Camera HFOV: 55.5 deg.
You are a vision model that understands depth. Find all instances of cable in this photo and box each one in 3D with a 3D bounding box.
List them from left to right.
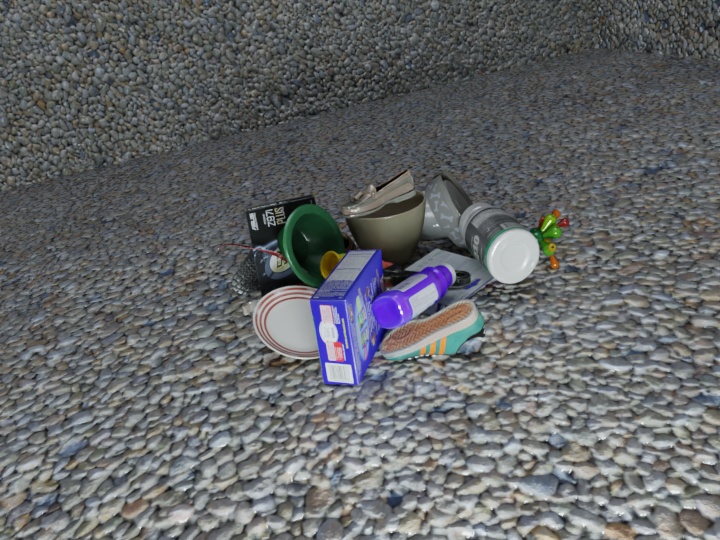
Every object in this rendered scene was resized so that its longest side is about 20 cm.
[{"bbox_3d":[0.123,0.025,1.393,0.194,0.052,0.097,-2,18,-12],"label":"cable"}]

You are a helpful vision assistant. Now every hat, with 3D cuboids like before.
[{"bbox_3d":[-0.157,-0.051,1.481,0.174,0.201,0.168,-9,42,45],"label":"hat"}]

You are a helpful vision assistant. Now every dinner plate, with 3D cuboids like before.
[{"bbox_3d":[-0.115,0.105,1.351,0.195,0.025,0.203,7,41,-6],"label":"dinner plate"}]

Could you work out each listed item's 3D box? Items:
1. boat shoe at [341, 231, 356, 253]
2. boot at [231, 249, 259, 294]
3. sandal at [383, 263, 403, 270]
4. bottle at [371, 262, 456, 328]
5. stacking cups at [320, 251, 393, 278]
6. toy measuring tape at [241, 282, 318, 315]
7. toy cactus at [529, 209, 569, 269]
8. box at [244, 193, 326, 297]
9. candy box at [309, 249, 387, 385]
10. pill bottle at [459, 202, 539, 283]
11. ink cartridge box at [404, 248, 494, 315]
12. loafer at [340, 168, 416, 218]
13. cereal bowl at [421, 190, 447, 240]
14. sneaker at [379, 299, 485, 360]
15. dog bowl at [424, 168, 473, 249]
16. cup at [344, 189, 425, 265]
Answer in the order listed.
[{"bbox_3d":[-0.046,-0.064,1.690,0.070,0.074,0.201,-9,24,1],"label":"boat shoe"},{"bbox_3d":[-0.258,-0.015,1.679,0.202,0.070,0.131,-55,14,-24],"label":"boot"},{"bbox_3d":[0.017,0.030,1.443,0.043,0.077,0.198,36,30,25],"label":"sandal"},{"bbox_3d":[0.107,0.041,1.270,0.083,0.067,0.198,-20,6,45],"label":"bottle"},{"bbox_3d":[0.000,0.000,1.474,0.060,0.062,0.198,13,3,41],"label":"stacking cups"},{"bbox_3d":[-0.154,0.072,1.447,0.195,0.075,0.074,-13,24,-5],"label":"toy measuring tape"},{"bbox_3d":[0.375,-0.059,1.515,0.163,0.104,0.200,-16,19,39],"label":"toy cactus"},{"bbox_3d":[-0.160,-0.050,1.537,0.159,0.205,0.086,-11,-11,-4],"label":"box"},{"bbox_3d":[-0.014,0.080,1.246,0.075,0.173,0.200,2,26,21],"label":"candy box"},{"bbox_3d":[0.280,-0.064,1.416,0.110,0.116,0.201,-13,25,-7],"label":"pill bottle"},{"bbox_3d":[0.178,0.028,1.440,0.197,0.044,0.195,18,37,41],"label":"ink cartridge box"},{"bbox_3d":[0.037,-0.177,1.559,0.196,0.064,0.072,-22,26,-23],"label":"loafer"},{"bbox_3d":[0.189,-0.157,1.784,0.195,0.085,0.201,-10,24,4],"label":"cereal bowl"},{"bbox_3d":[0.132,0.126,1.224,0.197,0.080,0.072,-24,34,21],"label":"sneaker"},{"bbox_3d":[0.222,-0.141,1.615,0.058,0.201,0.201,-33,16,22],"label":"dog bowl"},{"bbox_3d":[0.066,-0.093,1.620,0.195,0.147,0.201,-9,24,4],"label":"cup"}]
